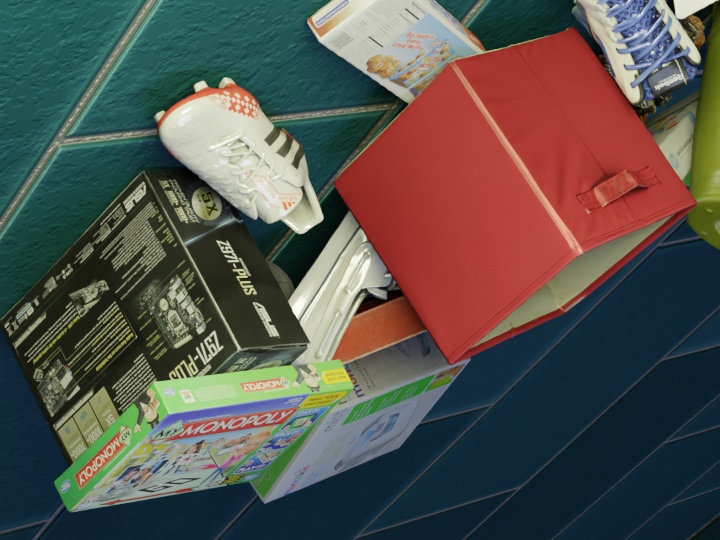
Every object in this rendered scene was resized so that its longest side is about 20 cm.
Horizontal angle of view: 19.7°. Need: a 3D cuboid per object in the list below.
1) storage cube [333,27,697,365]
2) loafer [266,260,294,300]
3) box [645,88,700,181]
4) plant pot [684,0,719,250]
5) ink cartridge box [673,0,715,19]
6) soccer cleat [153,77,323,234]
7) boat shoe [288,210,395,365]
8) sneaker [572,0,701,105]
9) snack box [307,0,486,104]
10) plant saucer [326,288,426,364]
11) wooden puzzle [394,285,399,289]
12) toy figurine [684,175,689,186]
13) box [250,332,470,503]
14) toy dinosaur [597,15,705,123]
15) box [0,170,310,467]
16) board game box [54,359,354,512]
[{"bbox_3d":[0.123,-0.063,1.648,0.171,0.180,0.200,-21,163,-46],"label":"storage cube"},{"bbox_3d":[-0.127,0.061,1.736,0.063,0.072,0.200,-42,178,42],"label":"loafer"},{"bbox_3d":[0.243,-0.091,1.851,0.156,0.041,0.200,-31,-172,34],"label":"box"},{"bbox_3d":[0.359,-0.111,1.733,0.201,0.199,0.194,77,34,-69],"label":"plant pot"},{"bbox_3d":[0.337,-0.267,1.608,0.199,0.067,0.118,-26,128,-12],"label":"ink cartridge box"},{"bbox_3d":[-0.082,-0.078,1.506,0.068,0.085,0.200,-34,160,10],"label":"soccer cleat"},{"bbox_3d":[0.000,0.000,1.750,0.201,0.065,0.074,-56,171,3],"label":"boat shoe"},{"bbox_3d":[0.214,-0.197,1.596,0.080,0.115,0.199,-32,160,4],"label":"sneaker"},{"bbox_3d":[0.031,-0.170,1.536,0.072,0.024,0.200,-36,159,12],"label":"snack box"},{"bbox_3d":[0.034,0.038,1.839,0.199,0.037,0.199,-24,-179,24],"label":"plant saucer"},{"bbox_3d":[0.082,-0.024,1.895,0.184,0.037,0.200,-25,170,34],"label":"wooden puzzle"},{"bbox_3d":[0.454,-0.078,2.111,0.200,0.185,0.150,-37,159,17],"label":"toy figurine"},{"bbox_3d":[-0.018,0.121,2.055,0.176,0.097,0.200,-19,158,-34],"label":"box"},{"bbox_3d":[0.220,-0.137,1.792,0.136,0.102,0.201,-31,146,-53],"label":"toy dinosaur"},{"bbox_3d":[-0.160,0.047,1.582,0.200,0.164,0.086,-43,156,30],"label":"box"},{"bbox_3d":[-0.113,0.121,1.541,0.199,0.029,0.135,-4,148,-49],"label":"board game box"}]
